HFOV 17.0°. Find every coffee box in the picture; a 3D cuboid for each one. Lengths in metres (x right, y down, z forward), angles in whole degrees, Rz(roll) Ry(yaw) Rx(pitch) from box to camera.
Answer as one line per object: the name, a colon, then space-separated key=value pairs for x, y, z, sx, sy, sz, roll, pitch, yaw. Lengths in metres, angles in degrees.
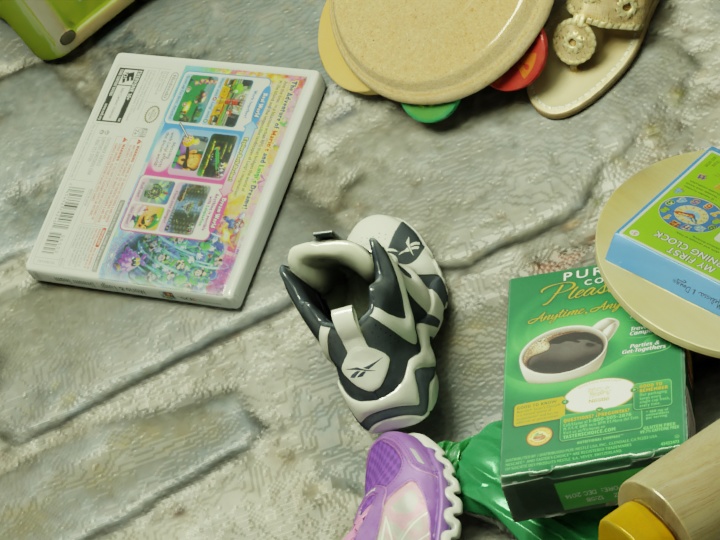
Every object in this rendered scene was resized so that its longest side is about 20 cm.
coffee box: x=0.154 y=0.071 z=1.547 sx=0.123 sy=0.044 sz=0.200 roll=-11 pitch=36 yaw=13

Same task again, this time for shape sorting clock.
shape sorting clock: x=0.252 y=-0.011 z=1.569 sx=0.200 sy=0.039 sz=0.200 roll=2 pitch=40 yaw=-2

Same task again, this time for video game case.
video game case: x=-0.139 y=-0.071 z=1.813 sx=0.182 sy=0.024 sz=0.200 roll=8 pitch=63 yaw=26

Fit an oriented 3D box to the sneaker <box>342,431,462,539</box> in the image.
sneaker: x=0.010 y=0.189 z=1.537 sx=0.080 sy=0.088 sz=0.200 roll=-43 pitch=37 yaw=49

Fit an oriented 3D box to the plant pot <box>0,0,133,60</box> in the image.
plant pot: x=-0.250 y=-0.296 z=1.897 sx=0.200 sy=0.199 sz=0.182 roll=-40 pitch=60 yaw=-4

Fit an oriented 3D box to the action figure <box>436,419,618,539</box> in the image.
action figure: x=0.128 y=0.147 z=1.548 sx=0.200 sy=0.055 sz=0.118 roll=21 pitch=72 yaw=34

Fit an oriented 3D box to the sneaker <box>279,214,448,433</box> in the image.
sneaker: x=0.000 y=0.000 z=1.626 sx=0.079 sy=0.130 sz=0.199 roll=-13 pitch=40 yaw=18

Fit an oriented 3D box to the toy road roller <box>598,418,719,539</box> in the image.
toy road roller: x=0.226 y=0.197 z=1.387 sx=0.123 sy=0.200 sz=0.146 roll=-31 pitch=49 yaw=-22

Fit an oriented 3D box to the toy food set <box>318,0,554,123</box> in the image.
toy food set: x=0.064 y=-0.208 z=1.762 sx=0.198 sy=0.049 sz=0.200 roll=23 pitch=89 yaw=34

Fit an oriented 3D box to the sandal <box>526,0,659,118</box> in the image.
sandal: x=0.183 y=-0.210 z=1.732 sx=0.212 sy=0.070 sz=0.078 roll=-48 pitch=54 yaw=-9
